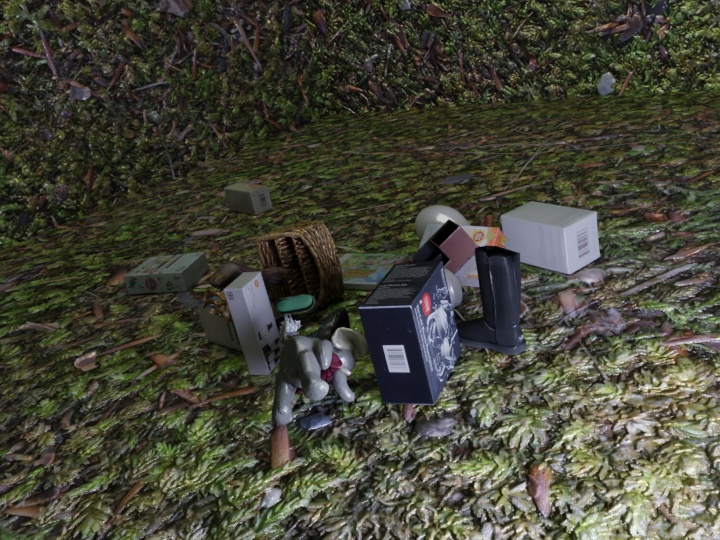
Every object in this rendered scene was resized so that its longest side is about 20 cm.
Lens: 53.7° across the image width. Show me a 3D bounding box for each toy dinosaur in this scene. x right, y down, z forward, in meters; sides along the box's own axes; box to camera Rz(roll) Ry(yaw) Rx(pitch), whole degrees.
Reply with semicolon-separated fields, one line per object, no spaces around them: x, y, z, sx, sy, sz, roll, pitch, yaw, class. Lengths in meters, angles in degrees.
-0.286;0.075;1.549;0.106;0.061;0.200;20;19;-3;toy dinosaur

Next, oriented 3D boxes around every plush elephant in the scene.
-0.070;0.183;1.312;0.154;0.165;0.200;15;45;-30;plush elephant

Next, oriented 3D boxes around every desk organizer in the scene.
0.166;-0.015;1.607;0.200;0.077;0.072;-45;24;2;desk organizer

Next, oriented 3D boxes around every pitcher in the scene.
0.254;-0.099;1.854;0.171;0.122;0.200;-10;27;-36;pitcher

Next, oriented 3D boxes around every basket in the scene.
-0.140;-0.006;1.710;0.149;0.201;0.143;-23;19;-28;basket

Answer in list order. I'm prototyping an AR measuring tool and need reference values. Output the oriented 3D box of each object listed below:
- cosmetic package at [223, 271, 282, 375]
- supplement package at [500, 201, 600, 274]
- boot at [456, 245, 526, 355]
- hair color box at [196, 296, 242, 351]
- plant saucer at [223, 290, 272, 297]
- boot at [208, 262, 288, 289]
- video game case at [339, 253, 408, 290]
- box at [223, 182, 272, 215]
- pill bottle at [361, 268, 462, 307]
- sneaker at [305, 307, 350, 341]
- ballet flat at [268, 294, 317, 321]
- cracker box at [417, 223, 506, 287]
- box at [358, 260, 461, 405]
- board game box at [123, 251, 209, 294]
-0.216;0.110;1.473;0.050;0.201;0.083;-4;24;22;cosmetic package
0.446;-0.082;1.680;0.117;0.117;0.200;-26;26;-28;supplement package
0.237;0.050;1.363;0.164;0.201;0.066;8;30;42;boot
-0.281;0.122;1.614;0.200;0.100;0.060;10;30;43;hair color box
-0.283;0.067;1.845;0.199;0.032;0.200;-12;22;5;plant saucer
-0.292;0.033;1.642;0.186;0.064;0.200;-30;-15;28;boot
0.000;0.000;1.859;0.199;0.022;0.182;2;26;32;video game case
-0.423;-0.271;2.663;0.078;0.095;0.200;-27;27;-33;box
0.111;0.074;1.487;0.200;0.120;0.120;-25;25;-28;pill bottle
-0.078;0.138;1.499;0.079;0.076;0.200;-7;22;21;sneaker
-0.195;0.100;1.670;0.199;0.074;0.074;-3;23;13;ballet flat
0.231;-0.037;1.685;0.200;0.058;0.134;7;67;39;cracker box
0.096;0.110;1.297;0.104;0.201;0.182;-4;24;26;box
-0.573;0.008;2.108;0.199;0.064;0.148;-3;23;19;board game box
